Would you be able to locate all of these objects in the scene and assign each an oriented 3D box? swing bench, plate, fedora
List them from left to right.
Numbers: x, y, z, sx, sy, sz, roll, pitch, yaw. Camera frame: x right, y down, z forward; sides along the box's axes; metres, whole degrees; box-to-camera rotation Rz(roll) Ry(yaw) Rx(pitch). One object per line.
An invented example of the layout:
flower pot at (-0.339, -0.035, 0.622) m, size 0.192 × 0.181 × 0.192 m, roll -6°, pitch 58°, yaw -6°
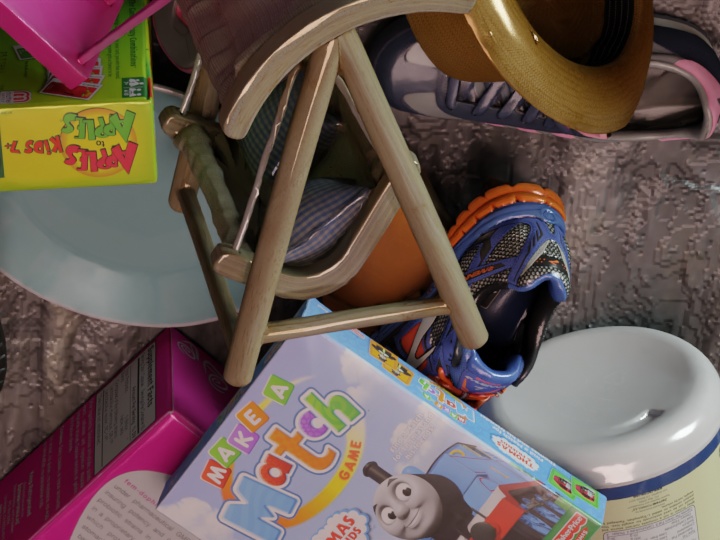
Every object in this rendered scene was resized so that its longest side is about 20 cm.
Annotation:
plate at (-0.129, -0.042, 1.483) m, size 0.200 × 0.026 × 0.200 m, roll 6°, pitch 139°, yaw 5°
swing bench at (-0.027, -0.084, 1.304) m, size 0.130 × 0.199 × 0.200 m, roll -9°, pitch 119°, yaw -9°
fedora at (0.077, -0.153, 1.392) m, size 0.082 × 0.201 × 0.201 m, roll -16°, pitch 124°, yaw 34°

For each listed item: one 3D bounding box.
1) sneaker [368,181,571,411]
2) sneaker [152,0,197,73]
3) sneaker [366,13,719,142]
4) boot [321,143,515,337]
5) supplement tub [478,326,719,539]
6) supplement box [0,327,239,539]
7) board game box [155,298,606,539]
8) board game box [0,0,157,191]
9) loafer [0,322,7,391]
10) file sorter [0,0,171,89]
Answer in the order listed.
sneaker at (0.054, 0.046, 1.478) m, size 0.075 × 0.078 × 0.200 m, roll 14°, pitch 121°, yaw -23°
sneaker at (-0.031, -0.190, 1.419) m, size 0.095 × 0.079 × 0.200 m, roll 11°, pitch 118°, yaw -42°
sneaker at (0.104, -0.104, 1.464) m, size 0.200 × 0.082 × 0.070 m, roll -2°, pitch 121°, yaw -4°
boot at (0.000, 0.000, 1.522) m, size 0.200 × 0.074 × 0.155 m, roll 24°, pitch 119°, yaw -15°
supplement tub at (0.153, 0.150, 1.578) m, size 0.145 × 0.145 × 0.200 m, roll -11°, pitch 121°, yaw 1°
supplement box at (-0.143, 0.146, 1.573) m, size 0.200 × 0.103 × 0.101 m, roll -41°, pitch 115°, yaw 18°
board game box at (0.010, 0.129, 1.472) m, size 0.200 × 0.037 × 0.151 m, roll 35°, pitch 115°, yaw -6°
board game box at (-0.157, -0.109, 1.367) m, size 0.101 × 0.200 × 0.048 m, roll -3°, pitch 121°, yaw -4°
loafer at (-0.246, 0.022, 1.519) m, size 0.073 × 0.071 × 0.200 m, roll -20°, pitch 139°, yaw -34°
file sorter at (-0.121, -0.221, 1.287) m, size 0.125 × 0.200 × 0.139 m, roll -29°, pitch 119°, yaw 37°
